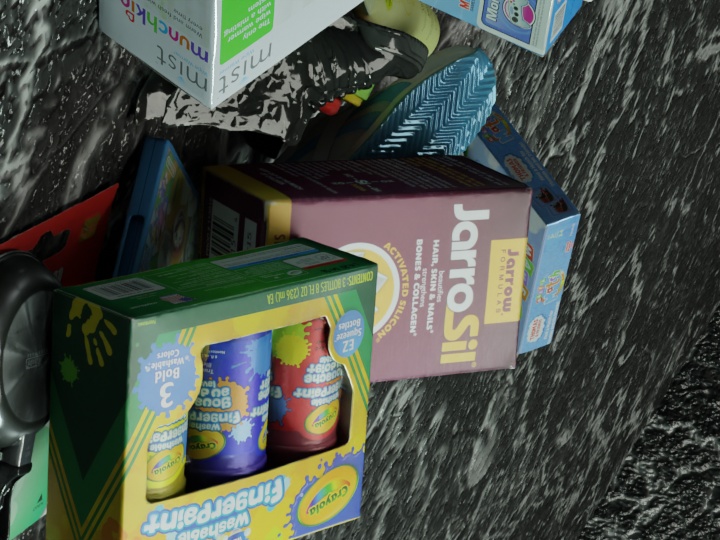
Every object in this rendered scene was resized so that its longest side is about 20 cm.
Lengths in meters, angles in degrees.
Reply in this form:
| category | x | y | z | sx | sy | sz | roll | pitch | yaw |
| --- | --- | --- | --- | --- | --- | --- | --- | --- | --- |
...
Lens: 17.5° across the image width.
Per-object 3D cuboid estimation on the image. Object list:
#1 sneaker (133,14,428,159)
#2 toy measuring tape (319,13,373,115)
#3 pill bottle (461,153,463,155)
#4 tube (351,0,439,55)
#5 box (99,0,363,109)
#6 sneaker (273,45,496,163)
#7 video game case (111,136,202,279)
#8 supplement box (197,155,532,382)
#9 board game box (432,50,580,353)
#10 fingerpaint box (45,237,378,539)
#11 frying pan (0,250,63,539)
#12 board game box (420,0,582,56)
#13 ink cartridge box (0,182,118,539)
| category | x | y | z | sx | sy | sz | roll | pitch | yaw |
| --- | --- | --- | --- | --- | --- | --- | --- | --- | --- |
| sneaker | -0.045 | -0.117 | 1.456 | 0.199 | 0.060 | 0.105 | 15 | 92 | -45 |
| toy measuring tape | -0.030 | -0.144 | 1.540 | 0.074 | 0.073 | 0.200 | -64 | 164 | 2 |
| pill bottle | 0.035 | -0.023 | 1.850 | 0.111 | 0.110 | 0.201 | -51 | 160 | -38 |
| tube | 0.014 | -0.189 | 1.630 | 0.052 | 0.058 | 0.200 | -63 | 164 | -2 |
| box | -0.045 | -0.219 | 1.283 | 0.200 | 0.097 | 0.177 | -39 | 152 | -32 |
| sneaker | 0.005 | -0.091 | 1.619 | 0.200 | 0.081 | 0.077 | -39 | 132 | -2 |
| video game case | -0.134 | 0.035 | 1.470 | 0.143 | 0.018 | 0.201 | 70 | 30 | -69 |
| supplement box | 0.000 | 0.000 | 1.537 | 0.199 | 0.103 | 0.132 | -5 | 107 | -28 |
| board game box | 0.100 | -0.056 | 1.868 | 0.036 | 0.200 | 0.152 | -19 | 142 | -23 |
| fingerpaint box | -0.085 | 0.082 | 1.380 | 0.199 | 0.073 | 0.168 | -12 | 113 | -45 |
| frying pan | -0.202 | 0.083 | 1.316 | 0.115 | 0.031 | 0.191 | 37 | 62 | -63 |
| board game box | 0.048 | -0.251 | 1.395 | 0.056 | 0.195 | 0.201 | -52 | 160 | -36 |
| ink cartridge box | -0.191 | 0.064 | 1.396 | 0.161 | 0.050 | 0.201 | -36 | 150 | -59 |
